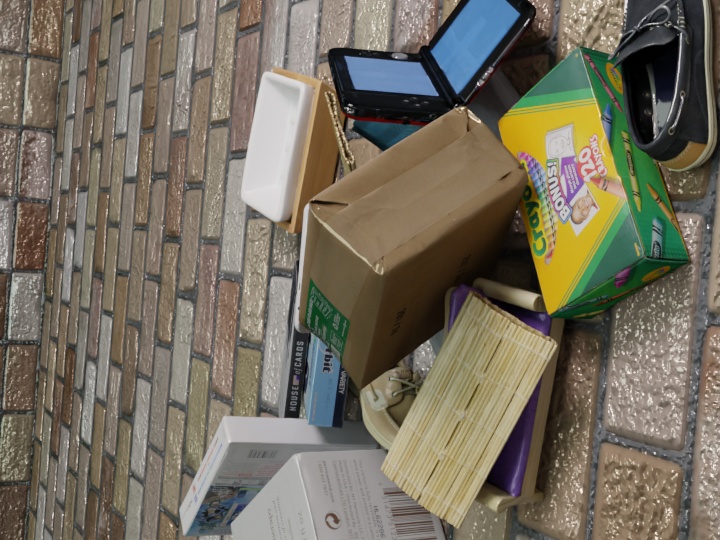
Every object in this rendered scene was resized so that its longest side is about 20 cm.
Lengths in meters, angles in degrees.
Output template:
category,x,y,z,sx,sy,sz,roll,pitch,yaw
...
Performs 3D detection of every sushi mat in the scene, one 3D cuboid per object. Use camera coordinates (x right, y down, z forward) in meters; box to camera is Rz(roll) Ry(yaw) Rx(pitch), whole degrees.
category,x,y,z,sx,sy,sz,roll,pitch,yaw
sushi mat,0.094,0.127,0.839,0.095,0.012,0.203,33,109,23
sushi mat,-0.012,-0.115,1.079,0.201,0.012,0.097,75,180,-66

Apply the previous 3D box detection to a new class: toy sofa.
category,x,y,z,sx,sy,sz,roll,pitch,yaw
toy sofa,0.127,0.114,0.864,0.082,0.096,0.204,18,102,51

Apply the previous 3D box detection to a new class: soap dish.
category,x,y,z,sx,sy,sz,roll,pitch,yaw
soap dish,-0.092,-0.167,1.277,0.157,0.080,0.204,31,113,56

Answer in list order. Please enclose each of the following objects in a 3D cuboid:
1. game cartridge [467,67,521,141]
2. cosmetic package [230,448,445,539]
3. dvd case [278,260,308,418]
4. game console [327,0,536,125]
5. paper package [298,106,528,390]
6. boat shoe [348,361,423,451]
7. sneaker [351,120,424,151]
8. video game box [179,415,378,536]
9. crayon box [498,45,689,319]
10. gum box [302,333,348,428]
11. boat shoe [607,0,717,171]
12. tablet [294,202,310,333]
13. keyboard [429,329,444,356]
category,x,y,z,sx,sy,sz,roll,pitch,yaw
game cartridge,0.106,-0.112,0.989,0.201,0.040,0.134,-60,43,36
cosmetic package,-0.024,0.316,1.030,0.200,0.164,0.170,-51,46,44
dvd case,-0.085,0.104,1.199,0.151,0.024,0.204,-108,24,-73
game console,0.061,-0.231,0.922,0.201,0.169,0.121,-103,18,-61
paper package,0.042,-0.017,0.864,0.104,0.189,0.201,46,152,22
boat shoe,0.038,0.138,1.041,0.200,0.071,0.066,52,131,55
sneaker,0.039,-0.175,1.017,0.082,0.076,0.200,-57,13,3
video game box,-0.101,0.254,1.134,0.184,0.197,0.047,-63,35,32
crayon box,0.197,-0.074,0.810,0.119,0.057,0.204,-41,53,50
gum box,-0.039,0.077,1.125,0.200,0.044,0.174,-124,41,-80
boat shoe,0.240,-0.181,0.749,0.074,0.061,0.204,-24,65,57
tablet,0.000,0.000,1.004,0.013,0.198,0.133,7,92,37
keyboard,0.103,0.087,0.997,0.057,0.011,0.202,-54,44,34
